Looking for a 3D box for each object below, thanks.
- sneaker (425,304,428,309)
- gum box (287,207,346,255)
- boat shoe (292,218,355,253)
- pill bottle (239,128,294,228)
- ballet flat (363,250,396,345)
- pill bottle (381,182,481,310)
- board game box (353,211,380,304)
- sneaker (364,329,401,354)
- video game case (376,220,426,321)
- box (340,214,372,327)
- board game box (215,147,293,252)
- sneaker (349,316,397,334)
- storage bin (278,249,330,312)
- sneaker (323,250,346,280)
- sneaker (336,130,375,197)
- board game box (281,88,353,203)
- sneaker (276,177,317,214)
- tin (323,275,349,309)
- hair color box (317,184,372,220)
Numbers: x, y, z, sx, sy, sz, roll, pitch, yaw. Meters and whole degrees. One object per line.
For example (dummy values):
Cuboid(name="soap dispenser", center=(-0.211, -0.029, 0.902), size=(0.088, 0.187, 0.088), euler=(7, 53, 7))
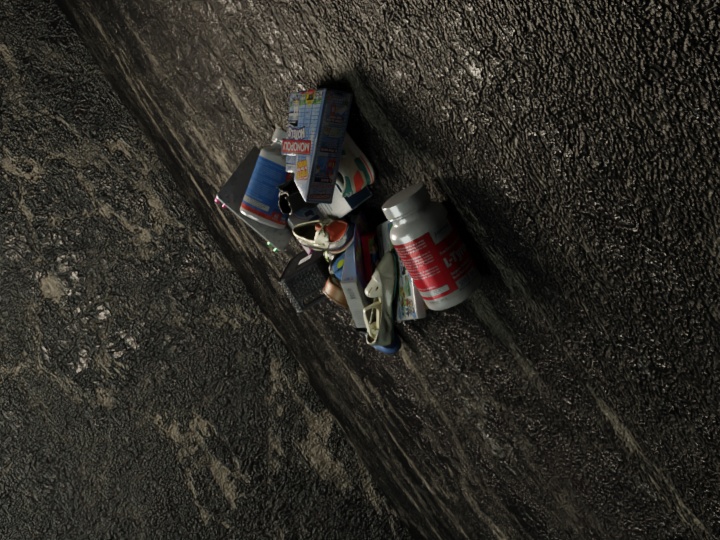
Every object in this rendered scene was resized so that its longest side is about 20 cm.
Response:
Cuboid(name="sneaker", center=(0.105, 0.030, 1.603), size=(0.199, 0.074, 0.089), euler=(-3, 107, 66))
Cuboid(name="gum box", center=(-0.132, -0.155, 1.796), size=(0.202, 0.113, 0.066), euler=(54, 169, 2))
Cuboid(name="boat shoe", center=(-0.078, -0.082, 1.658), size=(0.062, 0.072, 0.198), euler=(32, 163, -29))
Cuboid(name="pill bottle", center=(-0.185, -0.206, 1.695), size=(0.110, 0.204, 0.112), euler=(21, -173, -3))
Cuboid(name="ballet flat", center=(0.037, 0.061, 1.530), size=(0.067, 0.062, 0.204), euler=(-128, 36, -62))
Cuboid(name="pill bottle", center=(0.120, -0.043, 1.316), size=(0.202, 0.111, 0.112), euler=(59, 163, -15))
Cuboid(name="board game box", center=(0.029, -0.028, 1.624), size=(0.201, 0.038, 0.161), euler=(65, -155, -55))
Cuboid(name="sneaker", center=(0.034, 0.127, 1.955), size=(0.201, 0.073, 0.082), euler=(52, 161, 8))
Cuboid(name="video game case", center=(0.078, -0.003, 1.517), size=(0.182, 0.022, 0.205), euler=(160, 103, -73))
Cuboid(name="box", center=(0.000, 0.000, 1.657), size=(0.146, 0.036, 0.203), euler=(72, -160, -44))
Cuboid(name="board game box", center=(-0.226, -0.169, 1.829), size=(0.199, 0.202, 0.026), euler=(40, 138, -13))
Cuboid(name="sneaker", center=(0.002, 0.075, 1.867), size=(0.201, 0.114, 0.076), euler=(51, 163, 15))
Cuboid(name="storage bin", center=(-0.115, 0.007, 1.912), size=(0.095, 0.133, 0.200), euler=(59, -166, -13))
Cuboid(name="sneaker", center=(-0.046, -0.025, 1.725), size=(0.200, 0.081, 0.072), euler=(-72, -25, -68))
Cuboid(name="sneaker", center=(-0.060, -0.230, 1.494), size=(0.201, 0.093, 0.071), euler=(51, 163, 12))
Cuboid(name="board game box", center=(-0.095, -0.233, 1.439), size=(0.199, 0.061, 0.205), euler=(16, 102, 58))
Cuboid(name="sneaker", center=(-0.135, -0.157, 1.612), size=(0.060, 0.103, 0.200), euler=(53, 163, 4))
Cuboid(name="tin", center=(0.008, 0.063, 1.766), size=(0.197, 0.043, 0.112), euler=(19, -167, -23))
Cuboid(name="hair color box", center=(-0.049, -0.168, 1.639), size=(0.101, 0.060, 0.200), euler=(56, 163, -4))
